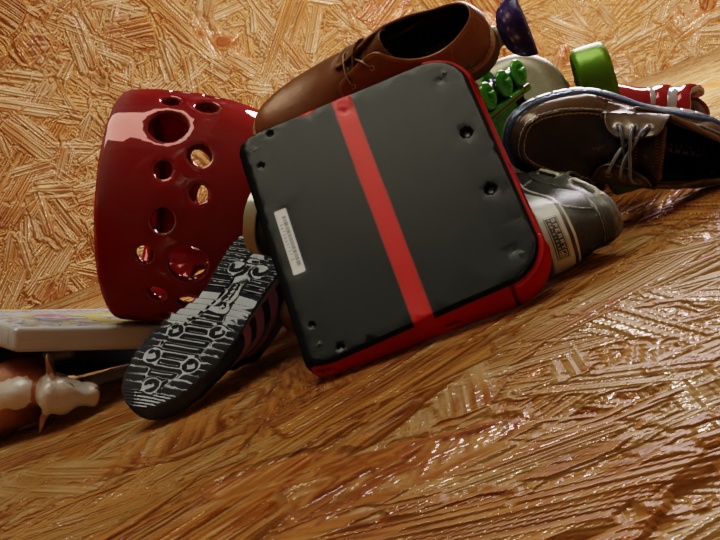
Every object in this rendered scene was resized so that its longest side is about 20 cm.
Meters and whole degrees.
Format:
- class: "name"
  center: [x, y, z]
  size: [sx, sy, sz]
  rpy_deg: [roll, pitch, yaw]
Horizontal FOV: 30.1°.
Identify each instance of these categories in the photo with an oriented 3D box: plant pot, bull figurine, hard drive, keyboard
- class: "plant pot"
  center: [-0.120, -0.050, 1.160]
  size: [0.181, 0.202, 0.200]
  rpy_deg: [6, 10, 6]
- class: "bull figurine"
  center: [-0.307, 0.112, 1.158]
  size: [0.199, 0.066, 0.121]
  rpy_deg: [-17, 3, 15]
- class: "hard drive"
  center: [-0.332, 0.085, 1.308]
  size: [0.199, 0.033, 0.139]
  rpy_deg: [0, -10, -39]
- class: "keyboard"
  center: [-0.221, 0.092, 1.278]
  size: [0.199, 0.011, 0.056]
  rpy_deg: [-17, 7, 27]

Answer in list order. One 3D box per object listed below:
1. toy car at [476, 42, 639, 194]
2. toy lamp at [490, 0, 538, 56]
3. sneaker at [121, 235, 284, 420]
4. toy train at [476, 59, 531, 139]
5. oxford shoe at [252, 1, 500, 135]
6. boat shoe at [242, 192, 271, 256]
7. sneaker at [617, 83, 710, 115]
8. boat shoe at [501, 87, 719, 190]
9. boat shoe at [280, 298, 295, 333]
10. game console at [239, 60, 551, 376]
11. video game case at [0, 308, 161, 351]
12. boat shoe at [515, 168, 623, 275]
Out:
- class: "toy car"
  center: [0.160, -0.086, 1.198]
  size: [0.163, 0.159, 0.200]
  rpy_deg: [-16, -22, 7]
- class: "toy lamp"
  center: [0.037, -0.154, 1.050]
  size: [0.199, 0.058, 0.058]
  rpy_deg: [-23, 6, 13]
- class: "sneaker"
  center: [-0.102, 0.057, 1.012]
  size: [0.070, 0.082, 0.200]
  rpy_deg: [17, 46, 27]
- class: "toy train"
  center: [0.085, -0.109, 1.032]
  size: [0.042, 0.057, 0.200]
  rpy_deg: [-16, 15, 37]
- class: "oxford shoe"
  center: [0.002, -0.148, 0.994]
  size: [0.199, 0.072, 0.071]
  rpy_deg: [-26, -21, 10]
- class: "boat shoe"
  center: [-0.009, -0.053, 1.023]
  size: [0.067, 0.072, 0.200]
  rpy_deg: [8, 23, 29]
- class: "sneaker"
  center: [0.279, -0.132, 1.303]
  size: [0.112, 0.072, 0.200]
  rpy_deg: [2, -8, 11]
- class: "boat shoe"
  center: [0.208, -0.099, 1.030]
  size: [0.199, 0.073, 0.072]
  rpy_deg: [-1, 17, -17]
- class: "boat shoe"
  center: [0.000, 0.000, 1.069]
  size: [0.072, 0.076, 0.200]
  rpy_deg: [-19, 5, 32]
- class: "game console"
  center: [0.021, -0.041, 0.912]
  size: [0.176, 0.201, 0.031]
  rpy_deg: [-23, -31, 5]
- class: "video game case"
  center: [-0.248, 0.051, 1.209]
  size: [0.199, 0.023, 0.182]
  rpy_deg: [0, 3, -34]
- class: "boat shoe"
  center: [0.141, -0.040, 0.993]
  size: [0.063, 0.071, 0.200]
  rpy_deg: [-21, 14, -4]
